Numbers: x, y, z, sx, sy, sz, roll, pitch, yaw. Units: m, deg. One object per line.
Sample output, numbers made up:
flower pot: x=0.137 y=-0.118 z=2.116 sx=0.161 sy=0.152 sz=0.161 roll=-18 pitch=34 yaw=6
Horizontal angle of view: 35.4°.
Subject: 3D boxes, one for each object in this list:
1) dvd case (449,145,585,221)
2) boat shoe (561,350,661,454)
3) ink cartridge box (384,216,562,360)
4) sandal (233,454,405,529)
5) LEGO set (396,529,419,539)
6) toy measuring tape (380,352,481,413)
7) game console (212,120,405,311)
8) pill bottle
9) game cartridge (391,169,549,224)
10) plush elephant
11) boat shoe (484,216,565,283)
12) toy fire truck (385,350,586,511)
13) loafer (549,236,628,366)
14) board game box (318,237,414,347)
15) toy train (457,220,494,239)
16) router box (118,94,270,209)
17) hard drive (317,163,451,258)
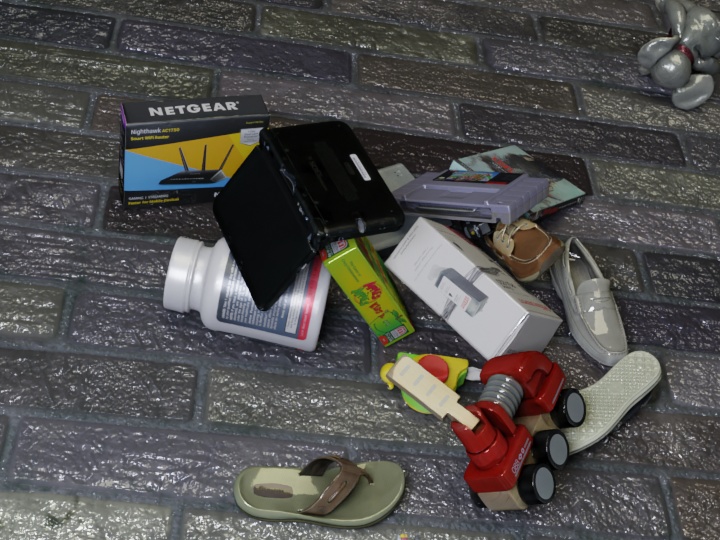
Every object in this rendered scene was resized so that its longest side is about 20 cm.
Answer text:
dvd case: x=0.237 y=-0.131 z=1.681 sx=0.145 sy=0.022 sz=0.199 roll=38 pitch=31 yaw=23
boat shoe: x=0.297 y=0.177 z=1.415 sx=0.198 sy=0.063 sz=0.075 roll=-33 pitch=56 yaw=-19
ink cartridge box: x=0.148 y=0.030 z=1.458 sx=0.200 sy=0.085 sz=0.145 roll=45 pitch=14 yaw=25
sandal: x=-0.043 y=0.243 z=1.265 sx=0.197 sy=0.058 sz=0.081 roll=0 pitch=46 yaw=-14
LEGO set: x=0.105 y=0.359 z=1.146 sx=0.196 sy=0.117 sz=0.155 roll=16 pitch=45 yaw=2
toy measuring tape: x=0.121 y=0.146 z=1.394 sx=0.196 sy=0.074 sz=0.074 roll=9 pitch=45 yaw=-5
game console: x=-0.066 y=-0.070 z=1.351 sx=0.173 sy=0.118 sz=0.201 roll=-10 pitch=47 yaw=-23
pill bottle: x=-0.140 y=0.023 z=1.410 sx=0.196 sy=0.121 sz=0.121 roll=13 pitch=44 yaw=-2
game cartridge: x=0.145 y=-0.104 z=1.548 sx=0.197 sy=0.039 sz=0.129 roll=6 pitch=28 yaw=34
plush elephant: x=0.556 y=-0.377 z=1.970 sx=0.154 sy=0.166 sz=0.200 roll=-38 pitch=19 yaw=0
boat shoe: x=0.211 y=-0.036 z=1.525 sx=0.074 sy=0.200 sz=0.076 roll=44 pitch=87 yaw=-12
toy fire truck: x=0.143 y=0.153 z=1.304 sx=0.201 sy=0.127 sz=0.177 roll=53 pitch=48 yaw=-23
loafer: x=0.313 y=0.041 z=1.543 sx=0.069 sy=0.070 sz=0.202 roll=-6 pitch=48 yaw=-19
board game box: x=0.000 y=0.000 z=1.417 sx=0.047 sy=0.201 sz=0.103 roll=-27 pitch=50 yaw=7
toy train: x=0.154 y=-0.084 z=1.601 sx=0.045 sy=0.034 sz=0.200 roll=-25 pitch=18 yaw=8
router box: x=-0.230 y=-0.162 z=1.547 sx=0.196 sy=0.151 sz=0.051 roll=-8 pitch=47 yaw=-20
hard drive: x=0.012 y=-0.076 z=1.607 sx=0.197 sy=0.033 sz=0.140 roll=-19 pitch=54 yaw=-29
